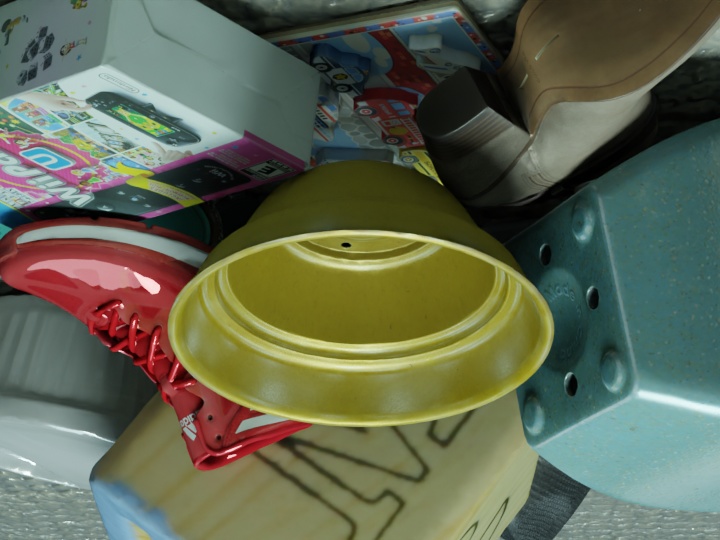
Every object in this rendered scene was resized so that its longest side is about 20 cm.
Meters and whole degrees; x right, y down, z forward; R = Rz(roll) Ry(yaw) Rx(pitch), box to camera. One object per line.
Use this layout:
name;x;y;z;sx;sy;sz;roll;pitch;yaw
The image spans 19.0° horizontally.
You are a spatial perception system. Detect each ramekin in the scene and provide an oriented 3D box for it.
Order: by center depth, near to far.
ramekin;-0.198;0.086;1.493;0.201;0.095;0.202;9;163;3

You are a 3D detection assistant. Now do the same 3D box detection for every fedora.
fedora;0.111;0.157;1.621;0.200;0.092;0.201;22;171;4

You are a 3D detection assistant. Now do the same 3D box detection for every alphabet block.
alphabet block;-0.024;0.132;1.313;0.196;0.200;0.195;35;162;12

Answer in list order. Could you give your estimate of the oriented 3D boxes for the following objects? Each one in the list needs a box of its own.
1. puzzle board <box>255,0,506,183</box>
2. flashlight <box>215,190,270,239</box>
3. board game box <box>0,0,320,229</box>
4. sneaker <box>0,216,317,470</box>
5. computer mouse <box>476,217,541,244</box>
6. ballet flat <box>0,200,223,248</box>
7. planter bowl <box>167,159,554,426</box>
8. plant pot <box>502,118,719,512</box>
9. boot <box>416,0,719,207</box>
puzzle board;0.019;-0.087;1.191;0.150;0.017;0.200;-9;156;22
flashlight;-0.081;0.014;1.381;0.068;0.068;0.200;9;159;3
board game box;-0.144;-0.082;1.124;0.199;0.065;0.147;-13;152;40
sneaker;-0.109;0.044;1.190;0.199;0.116;0.078;11;159;-11
computer mouse;0.095;-0.011;1.324;0.199;0.053;0.138;9;173;-14
ballet flat;-0.163;-0.028;1.301;0.199;0.068;0.075;-2;-179;21
planter bowl;0.000;0.000;1.129;0.199;0.084;0.201;0;148;0
plant pot;0.189;0.023;1.178;0.199;0.197;0.196;0;161;-27
boot;0.123;-0.093;1.110;0.199;0.071;0.146;-23;160;22
